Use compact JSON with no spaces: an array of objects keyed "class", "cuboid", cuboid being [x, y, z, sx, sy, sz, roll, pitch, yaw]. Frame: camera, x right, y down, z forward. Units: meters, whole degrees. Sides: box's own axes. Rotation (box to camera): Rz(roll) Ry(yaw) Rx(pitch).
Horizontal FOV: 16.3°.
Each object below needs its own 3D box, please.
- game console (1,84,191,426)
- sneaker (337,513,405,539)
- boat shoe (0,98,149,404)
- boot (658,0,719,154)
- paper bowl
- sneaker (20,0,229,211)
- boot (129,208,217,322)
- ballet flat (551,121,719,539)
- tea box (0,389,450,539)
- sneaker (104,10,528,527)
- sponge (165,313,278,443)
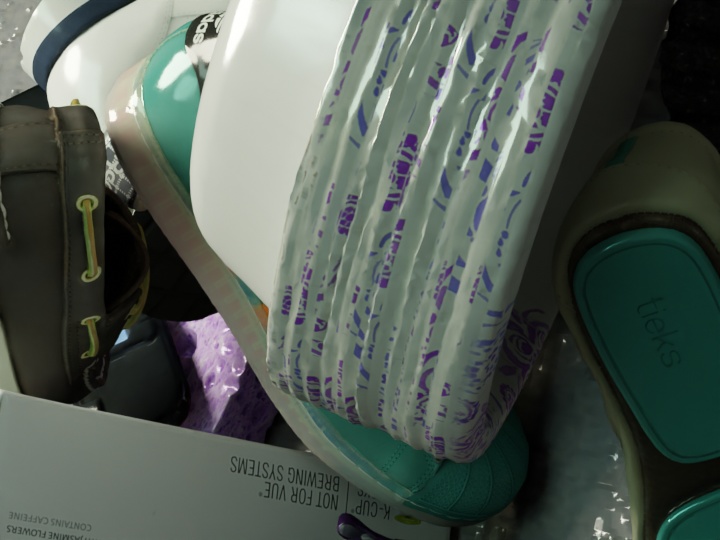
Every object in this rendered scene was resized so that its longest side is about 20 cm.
[{"class":"game console","cuboid":[-0.184,-0.005,1.011,0.171,0.119,0.201,-25,52,2]},{"class":"sneaker","cuboid":[0.000,0.184,0.834,0.074,0.087,0.201,122,166,-85]},{"class":"boat shoe","cuboid":[-0.104,0.000,0.880,0.201,0.060,0.072,81,-177,-69]},{"class":"boot","cuboid":[0.155,-0.004,0.717,0.157,0.079,0.213,-6,66,45]},{"class":"paper bowl","cuboid":[0.022,-0.056,0.717,0.104,0.201,0.202,22,98,9]},{"class":"sneaker","cuboid":[-0.024,-0.096,0.931,0.199,0.077,0.081,-31,68,-10]},{"class":"boot","cuboid":[-0.074,-0.066,1.032,0.130,0.068,0.201,-7,57,53]},{"class":"ballet flat","cuboid":[0.102,0.044,0.725,0.069,0.069,0.201,34,149,51]},{"class":"tea box","cuboid":[-0.091,0.153,0.880,0.133,0.199,0.198,-3,76,51]},{"class":"sneaker","cuboid":[0.000,0.000,0.842,0.080,0.200,0.071,-28,15,46]},{"class":"sponge","cuboid":[-0.093,0.015,1.066,0.200,0.030,0.112,44,113,48]}]
